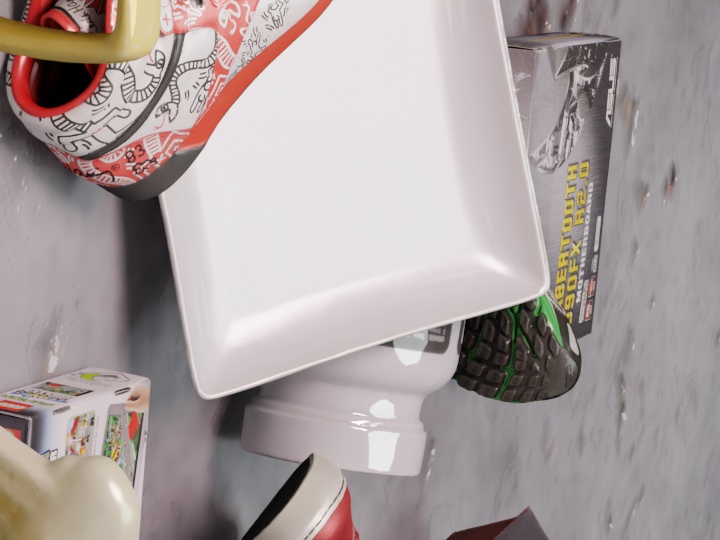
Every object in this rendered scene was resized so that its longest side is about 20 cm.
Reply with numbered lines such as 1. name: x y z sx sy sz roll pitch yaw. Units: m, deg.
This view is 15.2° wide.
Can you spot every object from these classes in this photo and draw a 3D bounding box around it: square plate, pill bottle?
1. square plate: -0.013 -0.059 1.290 0.200 0.028 0.198 -17 103 -25
2. pill bottle: 0.000 0.000 1.383 0.116 0.116 0.200 10 89 -67

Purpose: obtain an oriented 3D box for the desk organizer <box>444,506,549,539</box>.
1. desk organizer: 0.036 0.229 1.598 0.200 0.077 0.072 -38 100 -38

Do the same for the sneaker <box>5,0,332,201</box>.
1. sneaker: -0.073 -0.128 1.168 0.201 0.067 0.108 -54 152 0

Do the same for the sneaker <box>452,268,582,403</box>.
1. sneaker: 0.075 0.007 1.455 0.085 0.200 0.078 11 114 -27

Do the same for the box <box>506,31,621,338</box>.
1. box: 0.109 -0.048 1.700 0.158 0.048 0.200 -15 112 -65

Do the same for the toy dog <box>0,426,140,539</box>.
1. toy dog: -0.209 0.108 0.954 0.194 0.140 0.200 -48 166 18

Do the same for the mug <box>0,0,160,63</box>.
1. mug: -0.123 -0.187 0.983 0.149 0.153 0.187 45 58 -63

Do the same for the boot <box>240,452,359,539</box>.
1. boot: 0.004 0.169 1.332 0.072 0.144 0.200 -48 173 -17

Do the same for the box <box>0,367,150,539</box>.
1. box: -0.141 0.151 1.215 0.110 0.035 0.200 -14 111 -65
